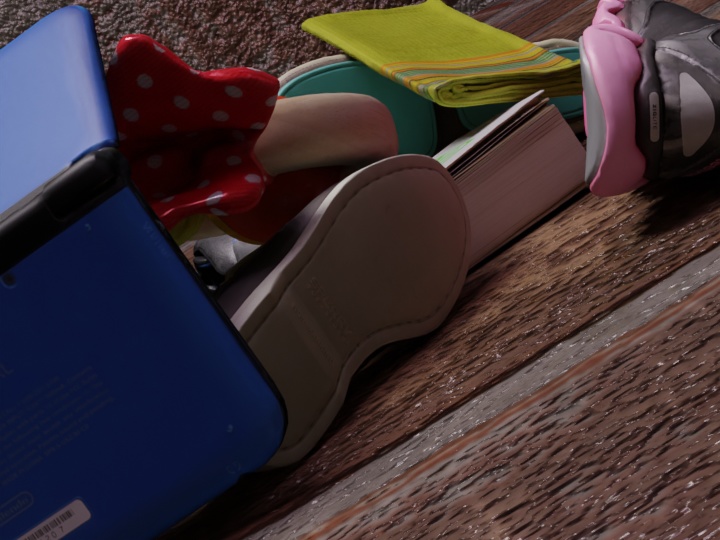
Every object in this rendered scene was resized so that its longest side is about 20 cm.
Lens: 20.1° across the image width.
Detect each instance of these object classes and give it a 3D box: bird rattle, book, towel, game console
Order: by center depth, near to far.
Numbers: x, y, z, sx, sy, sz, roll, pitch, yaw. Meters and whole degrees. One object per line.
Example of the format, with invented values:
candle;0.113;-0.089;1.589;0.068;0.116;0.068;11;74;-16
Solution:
game console;-0.141;0.030;0.740;0.199;0.171;0.118;-34;7;12
bird rattle;-0.061;-0.046;0.851;0.162;0.113;0.200;-14;-17;-28
book;0.000;0.000;0.955;0.200;0.048;0.133;-37;8;-21
towel;0.040;-0.115;1.044;0.085;0.018;0.200;-6;19;-19

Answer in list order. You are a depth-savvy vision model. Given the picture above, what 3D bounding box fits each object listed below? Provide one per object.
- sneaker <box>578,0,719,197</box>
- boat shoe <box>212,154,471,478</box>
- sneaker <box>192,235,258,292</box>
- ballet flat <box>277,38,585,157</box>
sneaker;0.140;-0.074;0.829;0.095;0.080;0.200;-7;13;11
boat shoe;-0.021;0.015;0.800;0.060;0.072;0.201;-20;15;37
sneaker;-0.043;-0.028;1.170;0.111;0.073;0.200;-28;9;8
ballet flat;0.038;-0.087;1.106;0.198;0.070;0.069;-5;1;-15
